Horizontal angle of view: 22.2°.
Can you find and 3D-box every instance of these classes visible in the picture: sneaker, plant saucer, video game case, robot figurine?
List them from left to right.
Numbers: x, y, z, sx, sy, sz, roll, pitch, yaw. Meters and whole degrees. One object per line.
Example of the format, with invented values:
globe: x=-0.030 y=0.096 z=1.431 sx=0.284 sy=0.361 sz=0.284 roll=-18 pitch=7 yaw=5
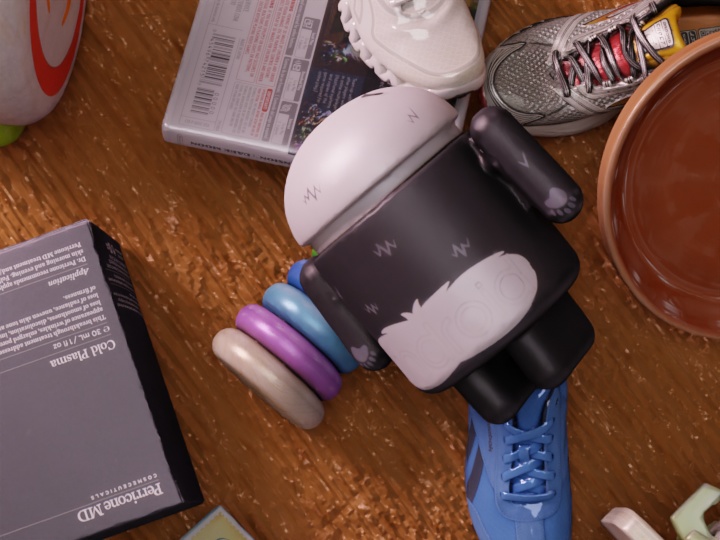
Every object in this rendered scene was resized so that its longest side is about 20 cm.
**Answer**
video game case: x=-0.014 y=-0.152 z=1.167 sx=0.181 sy=0.023 sz=0.200 roll=12 pitch=64 yaw=4
sneaker: x=0.017 y=-0.193 z=1.132 sx=0.075 sy=0.081 sz=0.200 roll=-23 pitch=69 yaw=-15
robot figurine: x=0.046 y=-0.012 z=1.056 sx=0.150 sy=0.125 sz=0.200 roll=-40 pitch=91 yaw=-6
sneaker: x=0.098 y=0.101 z=1.135 sx=0.066 sy=0.078 sz=0.201 roll=-3 pitch=84 yaw=0
sneaker: x=0.168 y=-0.141 z=1.153 sx=0.200 sy=0.082 sz=0.078 roll=-17 pitch=82 yaw=-4
plant saucer: x=0.241 y=-0.055 z=1.134 sx=0.200 sy=0.032 sz=0.201 roll=-4 pitch=111 yaw=-10

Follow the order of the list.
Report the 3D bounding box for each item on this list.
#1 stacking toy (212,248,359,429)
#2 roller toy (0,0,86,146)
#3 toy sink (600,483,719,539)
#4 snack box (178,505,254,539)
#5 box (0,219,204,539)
stacking toy: x=0.000 y=0.000 z=1.151 sx=0.085 sy=0.085 sz=0.200 roll=40 pitch=82 yaw=6
roller toy: x=-0.253 y=-0.187 z=1.129 sx=0.139 sy=0.182 sz=0.200 roll=6 pitch=84 yaw=4
toy sink: x=0.256 y=0.181 z=1.093 sx=0.200 sy=0.130 sz=0.112 roll=44 pitch=86 yaw=7
snack box: x=-0.060 y=0.254 z=1.116 sx=0.116 sy=0.037 sz=0.200 roll=-41 pitch=76 yaw=-21
box: x=-0.222 y=0.092 z=1.133 sx=0.200 sy=0.104 sz=0.182 roll=-19 pitch=82 yaw=0
